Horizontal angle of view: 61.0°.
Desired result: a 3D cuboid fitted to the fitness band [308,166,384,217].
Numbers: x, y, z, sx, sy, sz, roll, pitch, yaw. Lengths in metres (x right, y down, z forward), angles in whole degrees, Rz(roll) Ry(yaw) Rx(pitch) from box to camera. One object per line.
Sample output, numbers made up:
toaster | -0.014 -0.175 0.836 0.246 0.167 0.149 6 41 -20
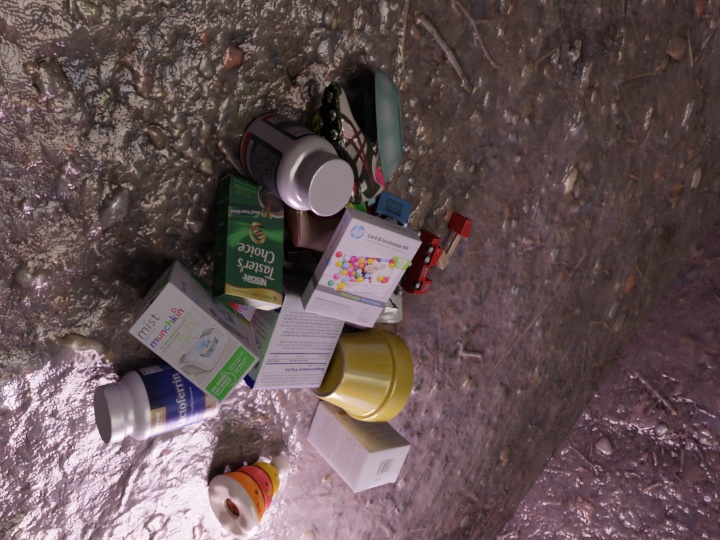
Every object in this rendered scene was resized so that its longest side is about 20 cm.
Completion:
fitness band | -0.030 -0.157 1.200 0.197 0.037 0.147 13 105 -47

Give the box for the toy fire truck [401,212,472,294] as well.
toy fire truck | 0.185 -0.039 1.478 0.138 0.048 0.206 1 114 -45

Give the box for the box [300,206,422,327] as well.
box | 0.000 0.000 1.104 0.152 0.042 0.203 16 117 -29

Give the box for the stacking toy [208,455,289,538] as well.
stacking toy | -0.228 0.475 1.364 0.199 0.143 0.150 -32 137 -51

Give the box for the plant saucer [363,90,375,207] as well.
plant saucer | 0.018 -0.226 1.140 0.018 0.070 0.208 -1 102 2

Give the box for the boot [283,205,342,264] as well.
boot | -0.069 -0.078 1.149 0.142 0.072 0.201 -13 157 -19

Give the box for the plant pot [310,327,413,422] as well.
plant pot | -0.013 0.221 1.341 0.186 0.200 0.206 17 103 -42

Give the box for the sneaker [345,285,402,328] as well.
sneaker | 0.023 0.075 1.388 0.196 0.073 0.103 -5 104 -47

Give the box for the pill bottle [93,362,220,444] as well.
pill bottle | -0.351 0.225 1.064 0.196 0.115 0.119 -10 122 -40

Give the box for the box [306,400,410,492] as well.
box | -0.007 0.407 1.457 0.150 0.198 0.109 7 110 -46

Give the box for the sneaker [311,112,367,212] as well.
sneaker | -0.022 -0.191 1.102 0.081 0.074 0.206 -21 105 -6

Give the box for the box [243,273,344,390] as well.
box | -0.138 0.122 1.218 0.181 0.104 0.205 9 108 -46

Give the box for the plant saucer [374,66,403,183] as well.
plant saucer | 0.055 -0.265 1.112 0.037 0.204 0.205 -3 130 8

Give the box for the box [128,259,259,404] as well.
box | -0.259 0.090 0.960 0.176 0.200 0.097 44 88 -16

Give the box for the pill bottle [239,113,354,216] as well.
pill bottle | -0.102 -0.169 0.995 0.117 0.199 0.123 -22 130 -30

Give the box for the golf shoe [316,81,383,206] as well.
golf shoe | -0.019 -0.216 1.042 0.086 0.077 0.207 -13 97 -28

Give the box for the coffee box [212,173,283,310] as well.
coffee box | -0.184 -0.044 1.025 0.121 0.043 0.207 18 66 -44

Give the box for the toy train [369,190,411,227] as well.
toy train | 0.034 -0.055 1.206 0.202 0.084 0.117 118 -8 -52

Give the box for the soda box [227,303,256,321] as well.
soda box | -0.229 0.052 1.109 0.062 0.070 0.205 20 99 -43

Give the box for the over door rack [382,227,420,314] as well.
over door rack | 0.082 -0.011 1.291 0.064 0.201 0.152 13 109 -9
